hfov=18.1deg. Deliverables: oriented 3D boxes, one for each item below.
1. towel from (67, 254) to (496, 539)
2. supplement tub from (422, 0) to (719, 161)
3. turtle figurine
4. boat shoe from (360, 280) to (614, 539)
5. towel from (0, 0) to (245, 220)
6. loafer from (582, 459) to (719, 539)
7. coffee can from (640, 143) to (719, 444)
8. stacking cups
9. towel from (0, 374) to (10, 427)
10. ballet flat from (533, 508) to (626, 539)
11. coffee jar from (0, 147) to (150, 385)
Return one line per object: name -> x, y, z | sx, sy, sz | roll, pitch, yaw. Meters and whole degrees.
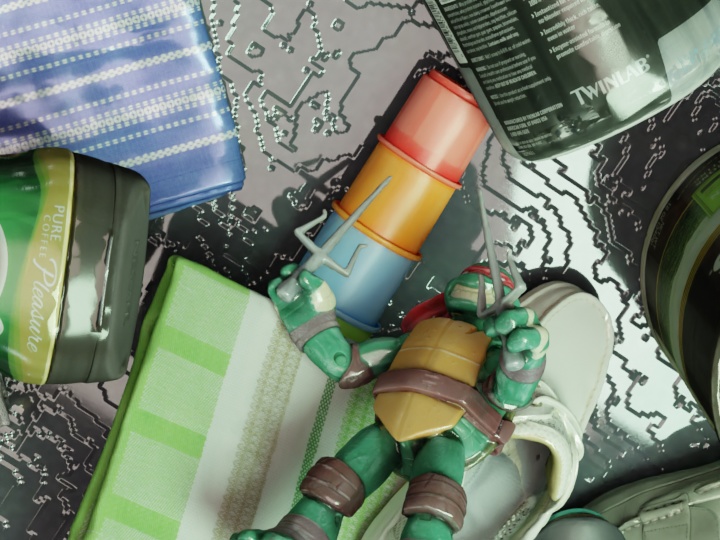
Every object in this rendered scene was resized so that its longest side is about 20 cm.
towel -> -0.029, 0.099, 1.026 | 0.199, 0.031, 0.150 | 29, 65, -28
supplement tub -> 0.074, -0.161, 1.004 | 0.122, 0.123, 0.201 | -28, 102, 5
turtle figurine -> 0.027, 0.049, 0.974 | 0.149, 0.201, 0.101 | -6, 140, 41
boat shoe -> 0.074, 0.084, 1.040 | 0.071, 0.069, 0.200 | 44, 59, -19
towel -> -0.146, -0.112, 1.059 | 0.144, 0.024, 0.201 | -16, 103, 1
loafer -> 0.165, 0.132, 1.100 | 0.199, 0.070, 0.070 | -28, 105, 5
coffee can -> 0.211, 0.023, 1.010 | 0.145, 0.200, 0.147 | 0, 103, -2
stacking cups -> 0.000, 0.000, 1.076 | 0.060, 0.061, 0.201 | 33, 96, -9
towel -> -0.267, 0.015, 1.056 | 0.165, 0.086, 0.201 | -18, 102, 0
ballet flat -> 0.087, 0.205, 1.079 | 0.073, 0.073, 0.201 | 14, 127, -5
coffee jar -> -0.192, -0.009, 0.971 | 0.199, 0.085, 0.105 | 8, 94, -13
